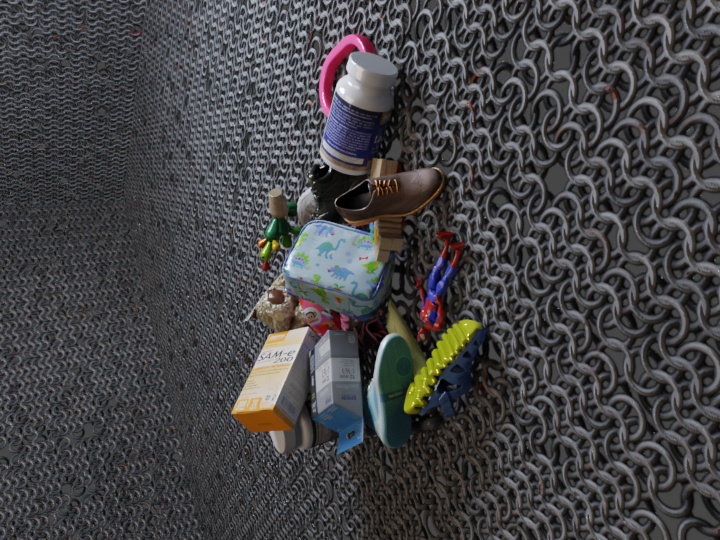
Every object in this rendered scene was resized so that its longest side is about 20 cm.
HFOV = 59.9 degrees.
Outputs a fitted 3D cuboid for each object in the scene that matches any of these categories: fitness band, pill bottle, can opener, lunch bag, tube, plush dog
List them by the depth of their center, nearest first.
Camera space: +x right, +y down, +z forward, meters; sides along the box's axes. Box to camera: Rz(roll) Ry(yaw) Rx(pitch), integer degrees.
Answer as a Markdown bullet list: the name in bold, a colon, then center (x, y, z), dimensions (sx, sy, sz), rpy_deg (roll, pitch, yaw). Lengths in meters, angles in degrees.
- **tube**: center (0.090, 0.149, 1.163), dimensions (0.058, 0.051, 0.202), rpy_deg (-44, 49, 21)
- **pill bottle**: center (-0.002, -0.293, 1.171), dimensions (0.117, 0.113, 0.203), rpy_deg (56, 140, 38)
- **lunch bag**: center (-0.036, -0.007, 1.184), dimensions (0.083, 0.195, 0.163), rpy_deg (86, -156, -54)
- **can opener**: center (0.075, 0.295, 1.192), dimensions (0.200, 0.065, 0.055), rpy_deg (-39, 63, 56)
- **fitness band**: center (-0.029, -0.391, 1.278), dimensions (0.199, 0.037, 0.148), rpy_deg (-18, 80, 58)
- **lunch bag**: center (-0.078, 0.076, 1.315), dimensions (0.201, 0.080, 0.180), rpy_deg (63, -171, -64)
- **pill bottle**: center (-0.094, 0.316, 1.349), dimensions (0.113, 0.196, 0.117), rpy_deg (31, 127, 54)
- **plush dog**: center (-0.153, 0.108, 1.431), dimensions (0.171, 0.201, 0.161), rpy_deg (40, 119, -5)

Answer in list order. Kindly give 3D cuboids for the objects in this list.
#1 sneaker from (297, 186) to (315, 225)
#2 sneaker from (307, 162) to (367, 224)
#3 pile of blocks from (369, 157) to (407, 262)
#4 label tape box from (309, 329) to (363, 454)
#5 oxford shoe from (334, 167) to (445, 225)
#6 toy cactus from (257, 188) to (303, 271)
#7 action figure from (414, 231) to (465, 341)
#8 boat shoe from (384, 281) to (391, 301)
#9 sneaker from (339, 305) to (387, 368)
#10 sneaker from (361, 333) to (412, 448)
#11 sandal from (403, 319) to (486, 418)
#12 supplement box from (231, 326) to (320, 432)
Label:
- **sneaker**: center (-0.084, -0.146, 1.377), dimensions (0.201, 0.073, 0.084), rpy_deg (-54, 49, 49)
- **sneaker**: center (-0.079, -0.138, 1.266), dimensions (0.202, 0.112, 0.077), rpy_deg (-59, 25, 20)
- **pile of blocks**: center (0.053, -0.113, 1.161), dimensions (0.082, 0.061, 0.206), rpy_deg (149, 124, -69)
- **label tape box**: center (-0.049, 0.233, 1.186), dimensions (0.143, 0.064, 0.205), rpy_deg (131, 141, -59)
- **oxford shoe**: center (0.049, -0.130, 1.070), dimensions (0.196, 0.073, 0.073), rpy_deg (-21, 72, 18)
- **toy cactus**: center (-0.178, -0.110, 1.452), dimensions (0.101, 0.200, 0.167), rpy_deg (23, 143, 28)
- **action figure**: center (0.128, 0.037, 1.075), dimensions (0.065, 0.051, 0.204), rpy_deg (41, 132, 44)
- **boat shoe**: center (0.000, 0.000, 1.278), dimensions (0.201, 0.072, 0.061), rpy_deg (43, 174, 34)
- **sneaker**: center (0.009, 0.136, 1.273), dimensions (0.093, 0.079, 0.203), rpy_deg (18, 134, 20)
- **sneaker**: center (0.034, 0.208, 1.143), dimensions (0.130, 0.078, 0.206), rpy_deg (14, 104, 62)
- **sandal**: center (0.153, 0.169, 1.036), dimensions (0.202, 0.086, 0.080), rpy_deg (-59, 9, 26)
- **supplement box**: center (-0.165, 0.223, 1.283), dimensions (0.124, 0.074, 0.203), rpy_deg (-14, 39, 36)
